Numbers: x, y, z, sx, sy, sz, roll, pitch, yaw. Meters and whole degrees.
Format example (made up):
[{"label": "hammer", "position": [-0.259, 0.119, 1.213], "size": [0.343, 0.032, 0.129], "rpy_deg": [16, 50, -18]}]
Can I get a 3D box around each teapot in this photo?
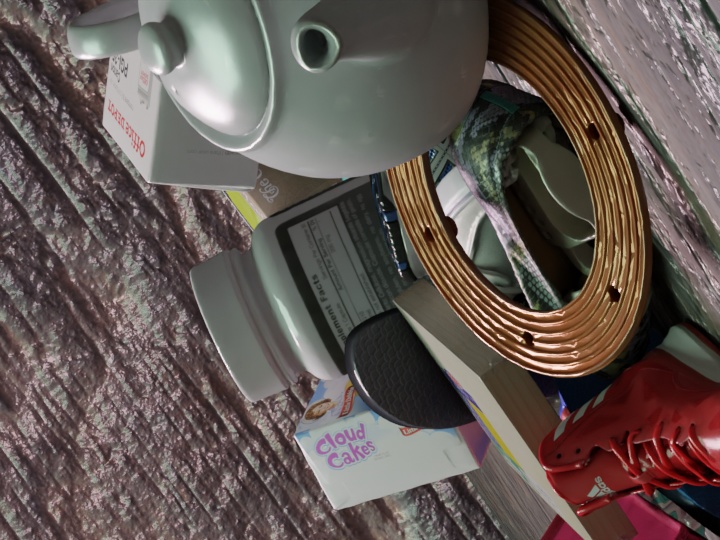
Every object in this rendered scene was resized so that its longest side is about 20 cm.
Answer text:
[{"label": "teapot", "position": [-0.045, -0.126, 1.277], "size": [0.198, 0.145, 0.201], "rpy_deg": [54, 149, 25]}]

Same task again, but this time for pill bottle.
[{"label": "pill bottle", "position": [0.000, 0.000, 1.691], "size": [0.114, 0.199, 0.115], "rpy_deg": [-25, -90, -86]}]

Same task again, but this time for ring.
[{"label": "ring", "position": [0.077, -0.043, 1.303], "size": [0.200, 0.019, 0.202], "rpy_deg": [34, 135, 42]}]

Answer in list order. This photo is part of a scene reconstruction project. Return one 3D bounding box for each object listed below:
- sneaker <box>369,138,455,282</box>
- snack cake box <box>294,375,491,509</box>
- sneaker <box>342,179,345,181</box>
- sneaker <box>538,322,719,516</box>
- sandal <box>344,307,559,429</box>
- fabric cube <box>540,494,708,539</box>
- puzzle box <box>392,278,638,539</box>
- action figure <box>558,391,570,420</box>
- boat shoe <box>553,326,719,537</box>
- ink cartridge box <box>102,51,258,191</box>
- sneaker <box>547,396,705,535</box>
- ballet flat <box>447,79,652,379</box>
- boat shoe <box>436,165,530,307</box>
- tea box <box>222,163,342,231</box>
[{"label": "sneaker", "position": [0.036, -0.095, 1.581], "size": [0.076, 0.076, 0.201], "rpy_deg": [-110, 6, -63]}, {"label": "snack cake box", "position": [0.042, 0.065, 1.777], "size": [0.067, 0.114, 0.200], "rpy_deg": [60, -151, -23]}, {"label": "sneaker", "position": [0.005, -0.101, 1.807], "size": [0.121, 0.083, 0.200], "rpy_deg": [65, 173, -10]}, {"label": "sneaker", "position": [0.163, 0.100, 1.350], "size": [0.079, 0.115, 0.200], "rpy_deg": [54, 177, -13]}, {"label": "sandal", "position": [0.068, 0.059, 1.656], "size": [0.043, 0.199, 0.077], "rpy_deg": [0, 90, 52]}, {"label": "fabric cube", "position": [0.180, 0.260, 1.512], "size": [0.199, 0.201, 0.196], "rpy_deg": [34, 180, -13]}, {"label": "puzzle box", "position": [0.086, 0.080, 1.520], "size": [0.133, 0.025, 0.200], "rpy_deg": [54, 176, -18]}, {"label": "action figure", "position": [0.162, 0.079, 1.651], "size": [0.065, 0.098, 0.201], "rpy_deg": [54, 155, 40]}, {"label": "boat shoe", "position": [0.173, 0.100, 1.489], "size": [0.200, 0.084, 0.069], "rpy_deg": [54, 180, 43]}, {"label": "ink cartridge box", "position": [-0.115, -0.171, 1.829], "size": [0.147, 0.082, 0.202], "rpy_deg": [-133, 49, -63]}, {"label": "sneaker", "position": [0.171, 0.111, 1.787], "size": [0.201, 0.077, 0.091], "rpy_deg": [59, -169, -21]}, {"label": "ballet flat", "position": [0.113, -0.014, 1.386], "size": [0.201, 0.072, 0.072], "rpy_deg": [56, 176, -29]}, {"label": "boat shoe", "position": [0.082, -0.006, 1.532], "size": [0.200, 0.070, 0.070], "rpy_deg": [96, 151, -65]}, {"label": "tea box", "position": [-0.036, -0.084, 2.010], "size": [0.200, 0.133, 0.197], "rpy_deg": [51, 175, 36]}]
